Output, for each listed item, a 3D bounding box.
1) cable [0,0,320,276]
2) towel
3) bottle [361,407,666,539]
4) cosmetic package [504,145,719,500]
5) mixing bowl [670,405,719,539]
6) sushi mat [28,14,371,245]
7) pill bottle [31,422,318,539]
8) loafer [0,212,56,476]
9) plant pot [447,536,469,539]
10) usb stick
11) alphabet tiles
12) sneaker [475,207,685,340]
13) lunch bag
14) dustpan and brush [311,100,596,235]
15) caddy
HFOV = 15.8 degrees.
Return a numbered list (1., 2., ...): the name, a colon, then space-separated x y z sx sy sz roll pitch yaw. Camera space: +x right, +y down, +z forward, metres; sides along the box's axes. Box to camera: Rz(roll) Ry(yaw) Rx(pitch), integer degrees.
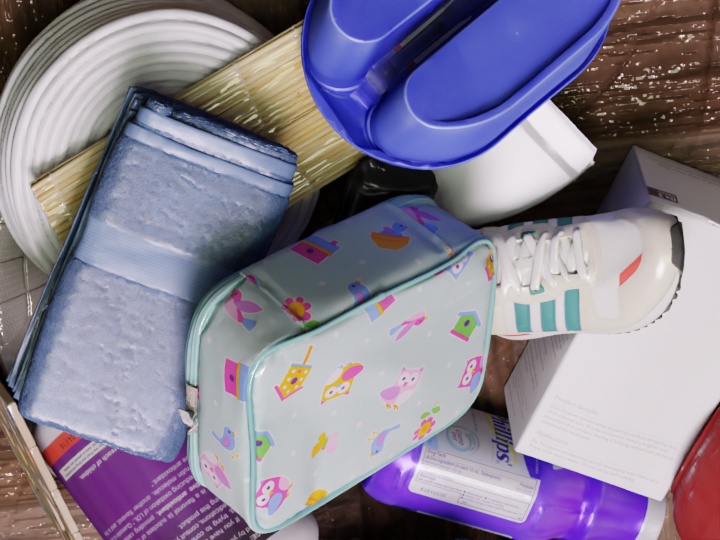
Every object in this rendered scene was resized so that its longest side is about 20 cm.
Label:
1. cable: -0.122 -0.069 1.554 0.200 0.069 0.200 -37 114 1
2. towel: -0.119 0.004 1.491 0.112 0.049 0.200 22 93 -15
3. bottle: 0.100 0.136 1.691 0.200 0.084 0.065 17 116 -11
4. cosmetic package: 0.182 0.035 1.642 0.113 0.081 0.200 21 115 -14
5. mixing bowl: 0.269 0.131 1.655 0.108 0.200 0.200 33 116 12
6. sushi mat: -0.087 -0.062 1.521 0.200 0.012 0.096 -31 113 -4
7. pill bottle: -0.103 0.142 1.574 0.112 0.112 0.200 -38 85 17
8. loafer: -0.209 0.033 1.631 0.072 0.063 0.200 -20 113 -26
9. plant pot: 0.017 0.290 1.696 0.200 0.180 0.200 -19 92 7
10. usb stick: 0.000 0.000 1.601 0.055 0.033 0.200 3 143 -14
11. alphabet tiles: -0.214 0.103 1.615 0.008 0.167 0.200 -28 119 -11
12. sneaker: 0.106 0.004 1.562 0.093 0.200 0.070 5 79 -36
13. lunch bag: -0.015 0.056 1.500 0.200 0.077 0.160 -27 139 -31
14. dustpan and brush: 0.029 -0.059 1.604 0.200 0.057 0.140 -42 101 12
15. caddy: 0.060 -0.150 1.491 0.200 0.105 0.141 -40 89 -12
